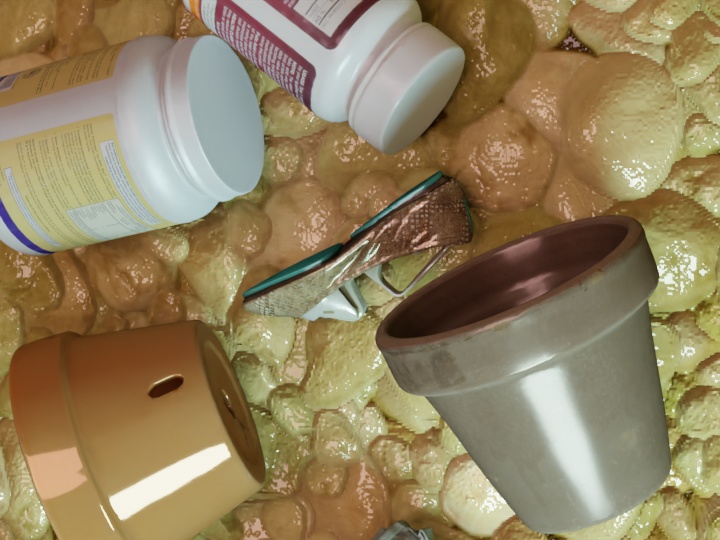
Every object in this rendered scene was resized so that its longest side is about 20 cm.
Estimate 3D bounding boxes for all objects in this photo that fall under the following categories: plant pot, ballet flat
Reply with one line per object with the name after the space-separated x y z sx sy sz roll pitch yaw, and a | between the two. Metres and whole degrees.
0.132 0.081 1.168 0.199 0.200 0.176 -20 101 21 | plant pot
0.000 0.000 1.275 0.199 0.071 0.066 -30 94 24 | ballet flat
-0.161 0.125 1.285 0.139 0.200 0.201 -23 82 4 | plant pot

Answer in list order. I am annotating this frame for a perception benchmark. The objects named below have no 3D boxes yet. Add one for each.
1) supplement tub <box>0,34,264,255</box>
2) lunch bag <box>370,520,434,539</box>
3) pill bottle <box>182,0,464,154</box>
-0.189 -0.099 1.305 0.199 0.145 0.147 -11 87 22 | supplement tub
0.031 0.306 1.242 0.164 0.117 0.201 39 98 19 | lunch bag
-0.027 -0.183 1.253 0.200 0.114 0.114 40 105 16 | pill bottle
